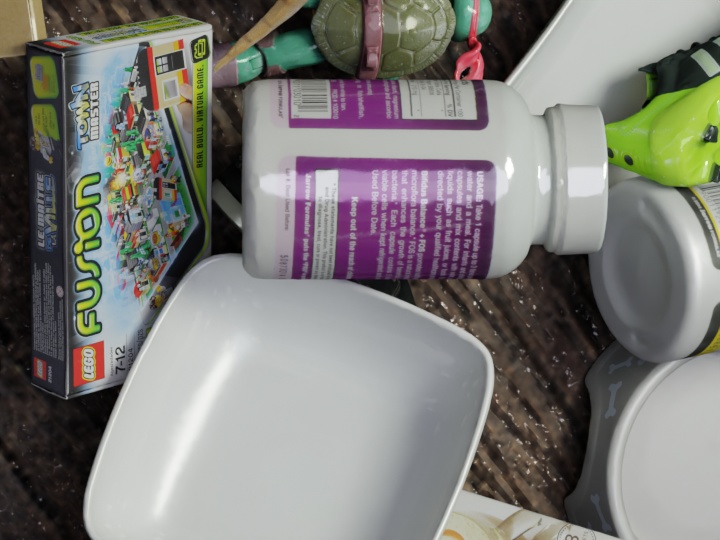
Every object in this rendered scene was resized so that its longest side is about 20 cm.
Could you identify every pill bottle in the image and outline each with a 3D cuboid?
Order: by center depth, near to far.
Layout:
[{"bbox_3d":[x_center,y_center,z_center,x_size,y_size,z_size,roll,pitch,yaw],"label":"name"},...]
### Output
[{"bbox_3d":[0.034,-0.050,1.464,0.199,0.112,0.113,0,96,-3],"label":"pill bottle"},{"bbox_3d":[0.245,-0.014,1.579,0.199,0.111,0.112,-10,99,-28],"label":"pill bottle"}]

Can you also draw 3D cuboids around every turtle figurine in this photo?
[{"bbox_3d":[0.000,-0.151,1.528,0.199,0.101,0.150,0,96,-10],"label":"turtle figurine"}]

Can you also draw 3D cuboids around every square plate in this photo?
[{"bbox_3d":[0.173,-0.106,1.587,0.198,0.028,0.200,39,85,-35],"label":"square plate"}]

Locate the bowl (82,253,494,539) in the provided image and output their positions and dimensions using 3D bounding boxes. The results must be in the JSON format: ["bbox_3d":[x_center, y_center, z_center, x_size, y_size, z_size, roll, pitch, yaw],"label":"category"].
[{"bbox_3d":[-0.037,0.105,1.480,0.199,0.075,0.201,19,71,11],"label":"bowl"}]

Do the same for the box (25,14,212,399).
[{"bbox_3d":[-0.135,-0.036,1.488,0.110,0.035,0.201,-16,115,-42],"label":"box"}]

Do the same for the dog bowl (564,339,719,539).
[{"bbox_3d":[0.226,0.121,1.635,0.199,0.059,0.201,-2,96,-14],"label":"dog bowl"}]

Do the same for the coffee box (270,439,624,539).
[{"bbox_3d":[0.043,0.190,1.532,0.199,0.080,0.115,16,69,4],"label":"coffee box"}]

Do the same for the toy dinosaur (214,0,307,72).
[{"bbox_3d":[-0.018,-0.195,1.438,0.106,0.061,0.200,11,131,6],"label":"toy dinosaur"}]

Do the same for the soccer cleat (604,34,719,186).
[{"bbox_3d":[0.215,-0.117,1.555,0.200,0.081,0.068,-42,134,-38],"label":"soccer cleat"}]

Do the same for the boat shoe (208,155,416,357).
[{"bbox_3d":[0.000,0.000,1.553,0.200,0.072,0.068,45,84,-12],"label":"boat shoe"}]

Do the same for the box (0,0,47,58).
[{"bbox_3d":[-0.265,-0.210,1.451,0.163,0.021,0.201,-5,99,13],"label":"box"}]
